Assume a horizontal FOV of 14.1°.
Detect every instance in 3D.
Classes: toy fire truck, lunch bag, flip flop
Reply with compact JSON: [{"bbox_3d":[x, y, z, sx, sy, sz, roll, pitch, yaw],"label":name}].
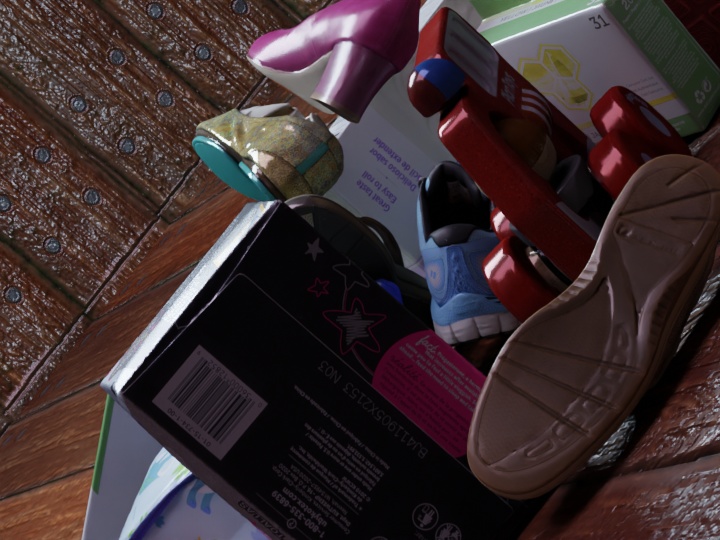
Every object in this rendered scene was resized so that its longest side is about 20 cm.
[{"bbox_3d":[0.092,-0.065,1.648,0.112,0.168,0.200,-47,9,18],"label":"toy fire truck"},{"bbox_3d":[-0.042,0.110,1.721,0.200,0.127,0.170,-55,6,20],"label":"lunch bag"},{"bbox_3d":[0.000,0.000,1.808,0.081,0.200,0.058,-30,56,22],"label":"flip flop"}]

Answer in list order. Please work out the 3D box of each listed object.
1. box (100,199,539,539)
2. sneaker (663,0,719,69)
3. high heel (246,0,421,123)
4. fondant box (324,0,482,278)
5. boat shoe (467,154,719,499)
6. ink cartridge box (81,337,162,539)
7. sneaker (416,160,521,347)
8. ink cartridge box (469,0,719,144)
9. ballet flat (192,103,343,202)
[{"bbox_3d":[-0.016,0.077,1.489,0.132,0.200,0.115,-50,7,-7],"label":"box"},{"bbox_3d":[0.197,-0.162,1.833,0.200,0.078,0.116,-39,15,43],"label":"sneaker"},{"bbox_3d":[-0.012,-0.153,1.905,0.096,0.067,0.200,-59,26,0],"label":"high heel"},{"bbox_3d":[0.065,-0.084,1.930,0.200,0.144,0.058,-53,12,-22],"label":"fondant box"},{"bbox_3d":[0.124,0.038,1.443,0.200,0.071,0.065,-53,-26,-18],"label":"boat shoe"},{"bbox_3d":[-0.134,0.134,1.968,0.200,0.084,0.147,-82,3,-83],"label":"ink cartridge box"},{"bbox_3d":[0.075,-0.035,1.795,0.078,0.090,0.200,-14,24,10],"label":"sneaker"},{"bbox_3d":[0.110,-0.155,1.753,0.145,0.200,0.048,-16,32,51],"label":"ink cartridge box"},{"bbox_3d":[-0.054,-0.076,1.852,0.071,0.071,0.200,-50,17,-3],"label":"ballet flat"}]
